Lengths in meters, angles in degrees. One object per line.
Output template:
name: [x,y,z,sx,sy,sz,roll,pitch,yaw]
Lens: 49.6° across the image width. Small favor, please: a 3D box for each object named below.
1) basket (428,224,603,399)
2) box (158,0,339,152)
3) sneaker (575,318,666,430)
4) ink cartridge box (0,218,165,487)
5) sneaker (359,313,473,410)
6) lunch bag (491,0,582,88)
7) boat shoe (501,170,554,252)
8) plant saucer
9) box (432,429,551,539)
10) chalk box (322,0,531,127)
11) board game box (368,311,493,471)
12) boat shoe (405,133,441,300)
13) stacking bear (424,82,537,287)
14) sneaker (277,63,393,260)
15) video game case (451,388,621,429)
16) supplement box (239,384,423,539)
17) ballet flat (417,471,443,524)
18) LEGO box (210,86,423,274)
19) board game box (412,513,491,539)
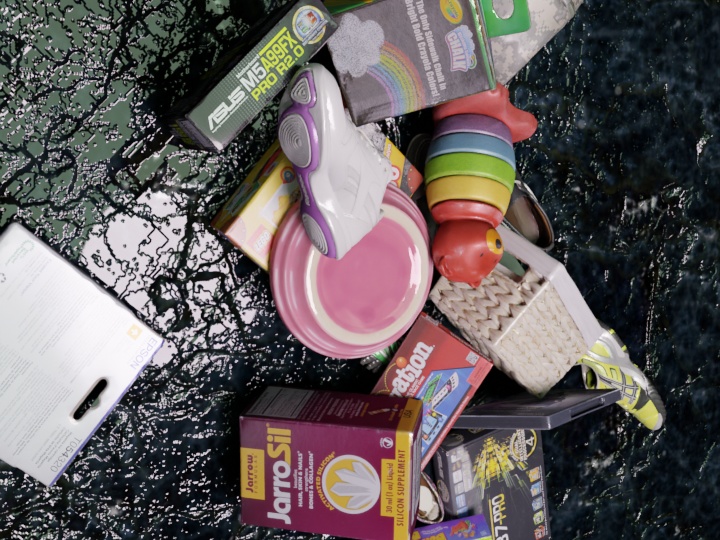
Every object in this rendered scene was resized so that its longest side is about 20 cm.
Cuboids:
basket: [0.190,0.052,0.954,0.124,0.135,0.200,-50,139,-2]
box: [-0.117,-0.189,0.762,0.161,0.199,0.044,-48,112,-7]
sneaker: [0.365,0.160,1.125,0.076,0.075,0.201,-41,103,-3]
ink cartridge box: [-0.339,0.087,0.803,0.200,0.043,0.198,43,80,-27]
sneaker: [0.075,0.109,0.960,0.199,0.079,0.085,38,109,-26]
lunch bag: [0.143,-0.331,0.886,0.199,0.139,0.169,40,82,-24]
boat shoe: [0.183,-0.107,0.988,0.071,0.067,0.202,-37,108,-12]
plant saucer: [0.000,0.000,0.849,0.196,0.051,0.206,-6,103,-26]
box: [0.182,0.304,1.073,0.158,0.049,0.205,-15,107,-23]
chalk box: [0.071,-0.251,0.791,0.195,0.125,0.126,-12,126,14]
board game box: [0.061,0.161,0.919,0.102,0.019,0.202,32,104,5]
boat shoe: [0.088,-0.063,0.958,0.065,0.057,0.206,-3,101,-23]
stacking bear: [0.124,-0.086,0.877,0.120,0.112,0.205,24,67,-48]
sneaker: [-0.020,-0.110,0.736,0.099,0.075,0.203,-33,139,-23]
video game case: [0.221,0.172,0.980,0.198,0.141,0.019,-5,87,-48]
supplement box: [-0.030,0.215,0.884,0.195,0.103,0.135,2,102,12]
ballet flat: [0.046,0.255,0.992,0.069,0.071,0.201,-47,114,-14]
LEGO box: [-0.048,-0.079,0.883,0.149,0.077,0.201,41,82,-25]
board game box: [0.076,0.403,1.009,0.195,0.045,0.138,-12,111,-2]
